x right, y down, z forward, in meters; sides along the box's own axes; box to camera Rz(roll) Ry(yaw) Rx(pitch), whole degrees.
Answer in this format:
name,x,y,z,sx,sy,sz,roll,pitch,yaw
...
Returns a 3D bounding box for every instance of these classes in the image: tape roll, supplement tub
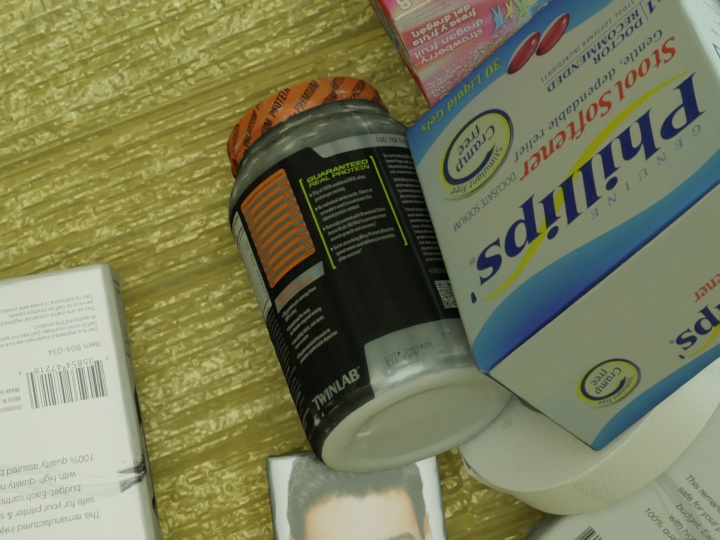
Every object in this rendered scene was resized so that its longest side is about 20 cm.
name,x,y,z,sx,sy,sz,roll,pitch,yaw
tape roll,0.130,0.038,1.238,0.037,0.202,0.204,30,85,-31
supplement tub,0.000,0.000,1.246,0.122,0.123,0.201,-19,65,-3

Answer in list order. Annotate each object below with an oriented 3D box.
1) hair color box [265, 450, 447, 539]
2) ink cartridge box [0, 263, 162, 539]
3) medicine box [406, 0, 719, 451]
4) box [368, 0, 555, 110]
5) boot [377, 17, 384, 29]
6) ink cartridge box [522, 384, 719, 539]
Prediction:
name,x,y,z,sx,sy,sz,roll,pitch,yaw
hair color box,0.005,0.201,1.287,0.098,0.061,0.202,-7,86,-3
ink cartridge box,-0.194,0.108,1.271,0.144,0.084,0.202,-9,87,-3
medicine box,0.136,-0.045,1.162,0.182,0.201,0.103,-41,127,22
box,0.096,-0.191,1.226,0.199,0.095,0.103,-29,57,0
boot,0.129,-0.159,1.311,0.199,0.072,0.145,31,84,3
ink cartridge box,0.197,0.151,1.243,0.144,0.084,0.200,45,117,2
